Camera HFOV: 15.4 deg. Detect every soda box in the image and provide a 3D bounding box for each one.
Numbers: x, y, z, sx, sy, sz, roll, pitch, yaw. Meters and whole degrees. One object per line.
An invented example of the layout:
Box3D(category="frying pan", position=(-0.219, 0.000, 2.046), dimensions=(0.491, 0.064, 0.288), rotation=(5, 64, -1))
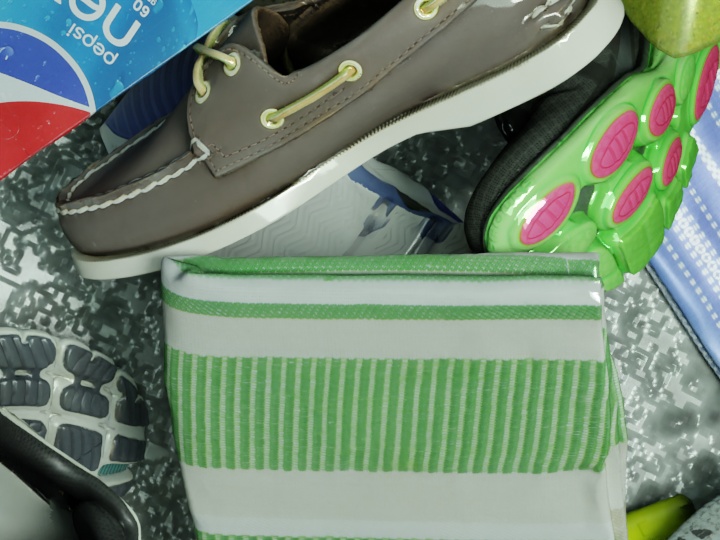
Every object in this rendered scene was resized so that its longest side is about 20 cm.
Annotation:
Box3D(category="soda box", position=(-0.120, -0.071, 0.878), dimensions=(0.200, 0.068, 0.064), rotation=(-34, 103, 17))

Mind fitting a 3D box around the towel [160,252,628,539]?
Box3D(category="towel", position=(0.017, 0.077, 0.876), dimensions=(0.152, 0.023, 0.200), rotation=(0, 128, 12))

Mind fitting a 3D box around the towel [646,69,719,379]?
Box3D(category="towel", position=(0.199, -0.043, 1.011), dimensions=(0.200, 0.024, 0.145), rotation=(-36, 100, -7))

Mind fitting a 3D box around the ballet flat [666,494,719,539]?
Box3D(category="ballet flat", position=(0.195, 0.095, 0.979), dimensions=(0.200, 0.072, 0.072), rotation=(-19, 98, -22))

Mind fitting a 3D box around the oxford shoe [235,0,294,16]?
Box3D(category="oxford shoe", position=(-0.022, -0.115, 0.930), dimensions=(0.200, 0.075, 0.071), rotation=(19, 87, -14))

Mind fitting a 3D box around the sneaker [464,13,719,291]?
Box3D(category="sneaker", position=(0.072, -0.061, 0.899), dimensions=(0.084, 0.200, 0.077), rotation=(6, 131, 21))

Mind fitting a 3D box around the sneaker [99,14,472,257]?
Box3D(category="sneaker", position=(0.001, 0.000, 0.945), dimensions=(0.199, 0.115, 0.081), rotation=(39, 83, 17))

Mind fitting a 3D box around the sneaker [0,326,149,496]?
Box3D(category="sneaker", position=(-0.165, 0.042, 0.912), dimensions=(0.200, 0.080, 0.078), rotation=(11, 102, -31))

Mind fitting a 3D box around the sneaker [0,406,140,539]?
Box3D(category="sneaker", position=(-0.096, 0.111, 0.860), dimensions=(0.200, 0.088, 0.076), rotation=(46, 58, -31))

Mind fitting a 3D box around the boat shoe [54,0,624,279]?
Box3D(category="boat shoe", position=(-0.017, -0.061, 0.849), dimensions=(0.200, 0.072, 0.060), rotation=(-25, 116, 18))

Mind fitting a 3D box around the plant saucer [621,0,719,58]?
Box3D(category="plant saucer", position=(0.142, -0.185, 0.906), dimensions=(0.200, 0.200, 0.048), rotation=(-25, 139, -10))

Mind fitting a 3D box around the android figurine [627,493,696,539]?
Box3D(category="android figurine", position=(0.044, 0.157, 0.985), dimensions=(0.200, 0.041, 0.182), rotation=(-17, 98, -12))
